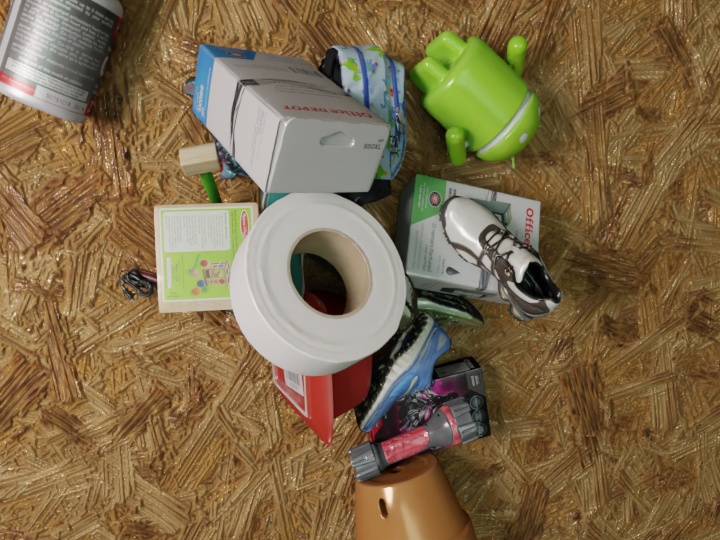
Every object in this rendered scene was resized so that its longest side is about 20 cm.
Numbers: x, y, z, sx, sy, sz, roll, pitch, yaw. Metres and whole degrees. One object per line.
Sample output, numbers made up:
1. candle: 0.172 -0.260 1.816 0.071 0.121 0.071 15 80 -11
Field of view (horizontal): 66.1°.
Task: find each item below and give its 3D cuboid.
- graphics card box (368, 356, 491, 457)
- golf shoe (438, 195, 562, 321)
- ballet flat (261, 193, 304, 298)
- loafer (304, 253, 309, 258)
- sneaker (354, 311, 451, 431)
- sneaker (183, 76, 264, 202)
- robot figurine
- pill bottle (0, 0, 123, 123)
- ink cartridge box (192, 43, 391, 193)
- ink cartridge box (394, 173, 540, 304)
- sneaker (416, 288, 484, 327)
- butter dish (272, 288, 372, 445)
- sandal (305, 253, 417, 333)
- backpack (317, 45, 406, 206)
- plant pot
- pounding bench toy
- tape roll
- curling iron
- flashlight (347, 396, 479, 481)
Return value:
1. graphics card box: 0.106 0.227 0.898 0.196 0.051 0.128 -13 104 -7
2. golf shoe: 0.187 -0.026 0.717 0.078 0.094 0.200 -44 91 -14
3. ballet flat: -0.102 -0.047 0.730 0.068 0.069 0.204 3 79 -9
4. loafer: -0.036 -0.040 0.801 0.197 0.075 0.071 25 103 -13
5. sneaker: 0.064 0.163 0.814 0.088 0.079 0.201 32 103 -21
6. sneaker: -0.169 -0.169 0.749 0.200 0.079 0.096 43 96 -15
7. robot figurine: 0.164 -0.235 0.766 0.199 0.116 0.177 37 83 -15
8. pill bottle: -0.359 -0.296 0.671 0.112 0.114 0.203 23 99 -13
9. ink cartridge box: -0.083 -0.172 0.624 0.143 0.200 0.085 -8 131 -38
10. ink cartridge box: 0.153 -0.042 0.804 0.196 0.084 0.149 9 78 -11
11. sneaker: 0.091 0.072 0.858 0.196 0.077 0.090 11 114 -6
12. butter dish: -0.040 0.109 0.795 0.145 0.199 0.204 -9 105 -29
13. sandal: 0.000 0.000 0.754 0.199 0.055 0.082 38 102 8
14. backpack: -0.006 -0.193 0.739 0.151 0.163 0.204 -18 99 -13
15. plant pot: 0.071 0.378 0.865 0.196 0.200 0.143 -14 88 -5
16. pounding bench toy: -0.191 -0.053 0.735 0.121 0.156 0.205 -3 91 -7
17. tape roll: -0.047 0.013 0.638 0.199 0.071 0.206 11 64 -24
18. curling iron: -0.252 0.040 0.808 0.196 0.026 0.050 16 63 -16
19. flashlight: 0.079 0.258 0.840 0.197 0.068 0.069 -21 107 -4
